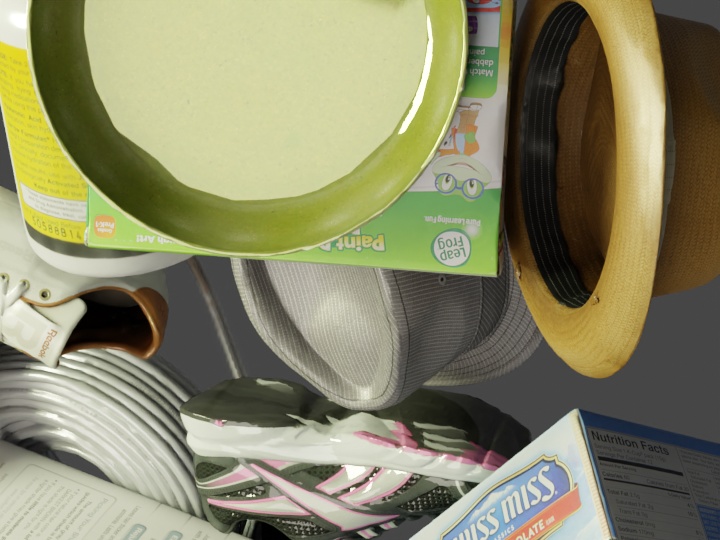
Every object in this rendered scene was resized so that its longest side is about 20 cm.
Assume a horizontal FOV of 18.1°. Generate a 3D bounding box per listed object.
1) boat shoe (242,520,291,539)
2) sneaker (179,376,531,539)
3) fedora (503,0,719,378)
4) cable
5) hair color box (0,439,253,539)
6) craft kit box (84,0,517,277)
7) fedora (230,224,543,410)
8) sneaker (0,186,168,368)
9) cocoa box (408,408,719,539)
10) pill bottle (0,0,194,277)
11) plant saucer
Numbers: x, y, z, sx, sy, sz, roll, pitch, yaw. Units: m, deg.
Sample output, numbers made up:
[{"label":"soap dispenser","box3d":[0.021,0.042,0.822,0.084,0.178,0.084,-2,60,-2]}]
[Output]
[{"label":"boat shoe","box3d":[-0.044,0.200,1.337,0.072,0.068,0.200,21,129,16]},{"label":"sneaker","box3d":[0.001,0.114,1.228,0.199,0.080,0.087,7,113,19]},{"label":"fedora","box3d":[0.127,-0.052,1.034,0.082,0.201,0.201,-2,131,-18]},{"label":"cable","box3d":[-0.160,0.123,1.351,0.199,0.069,0.201,13,127,22]},{"label":"hair color box","box3d":[-0.147,0.175,1.268,0.199,0.099,0.061,19,128,17]},{"label":"craft kit box","box3d":[-0.026,-0.102,1.053,0.199,0.049,0.198,5,101,5]},{"label":"fedora","box3d":[0.000,0.000,1.159,0.176,0.090,0.201,1,121,30]},{"label":"sneaker","box3d":[-0.193,0.004,1.213,0.199,0.085,0.073,9,130,-23]},{"label":"cocoa box","box3d":[0.108,0.182,1.153,0.133,0.132,0.200,15,137,-36]},{"label":"pill bottle","box3d":[-0.132,-0.107,1.149,0.111,0.111,0.201,10,126,24]},{"label":"plant saucer","box3d":[-0.050,-0.107,1.018,0.199,0.031,0.201,1,102,6]}]
